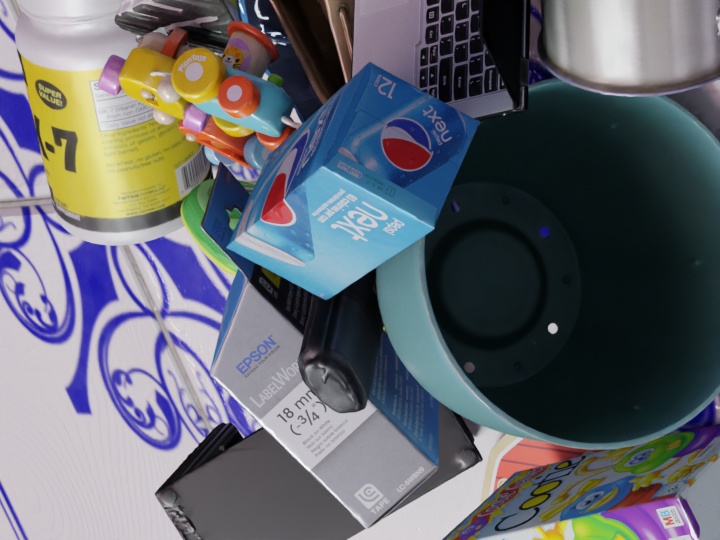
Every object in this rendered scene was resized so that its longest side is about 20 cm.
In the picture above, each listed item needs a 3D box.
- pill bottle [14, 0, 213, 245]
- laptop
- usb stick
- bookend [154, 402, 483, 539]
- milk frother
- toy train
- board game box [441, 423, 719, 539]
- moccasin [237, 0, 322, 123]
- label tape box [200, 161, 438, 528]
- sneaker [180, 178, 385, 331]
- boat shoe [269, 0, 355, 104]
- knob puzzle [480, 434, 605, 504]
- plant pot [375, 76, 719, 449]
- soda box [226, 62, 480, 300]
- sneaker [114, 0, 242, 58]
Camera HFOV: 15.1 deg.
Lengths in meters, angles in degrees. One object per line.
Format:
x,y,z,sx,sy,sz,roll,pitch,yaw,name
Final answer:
-0.168,-0.128,1.813,0.114,0.114,0.200,23,135,40,pill bottle
0.031,-0.179,1.385,0.200,0.116,0.188,-10,73,45,laptop
0.000,0.000,1.574,0.033,0.200,0.055,-18,126,27,usb stick
-0.014,0.116,1.820,0.200,0.199,0.092,-31,94,13,bookend
0.128,-0.166,1.309,0.180,0.200,0.189,27,138,41,milk frother
-0.067,-0.100,1.588,0.150,0.056,0.200,27,172,-24,toy train
0.160,0.170,1.615,0.200,0.103,0.105,-19,103,44,board game box
-0.009,-0.129,1.639,0.068,0.081,0.200,6,148,32,moccasin
-0.041,0.043,1.621,0.200,0.063,0.144,45,-167,-11,label tape box
-0.029,-0.026,1.763,0.200,0.074,0.084,22,137,29,sneaker
-0.035,-0.180,1.514,0.200,0.064,0.071,59,147,-5,boat shoe
0.141,0.181,1.753,0.219,0.030,0.220,33,141,32,knob puzzle
0.100,0.002,1.511,0.201,0.200,0.161,59,161,-5,plant pot
-0.007,-0.043,1.430,0.068,0.064,0.200,27,162,-10,soda box
-0.104,-0.181,1.660,0.078,0.091,0.200,15,179,-7,sneaker
